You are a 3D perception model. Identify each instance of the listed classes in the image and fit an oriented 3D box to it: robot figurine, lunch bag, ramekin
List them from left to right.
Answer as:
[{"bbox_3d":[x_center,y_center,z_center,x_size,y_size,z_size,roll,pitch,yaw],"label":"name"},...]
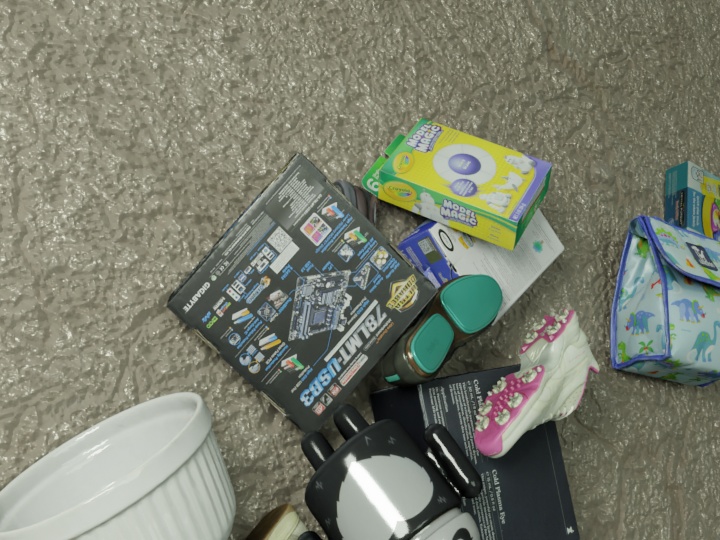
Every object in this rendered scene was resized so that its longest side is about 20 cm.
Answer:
[{"bbox_3d":[-0.195,0.196,0.721,0.199,0.198,0.107,-33,105,-34],"label":"ramekin"},{"bbox_3d":[0.025,0.224,0.836,0.201,0.151,0.124,50,30,23],"label":"robot figurine"},{"bbox_3d":[0.434,0.040,1.191,0.167,0.127,0.205,14,69,-26],"label":"lunch bag"}]

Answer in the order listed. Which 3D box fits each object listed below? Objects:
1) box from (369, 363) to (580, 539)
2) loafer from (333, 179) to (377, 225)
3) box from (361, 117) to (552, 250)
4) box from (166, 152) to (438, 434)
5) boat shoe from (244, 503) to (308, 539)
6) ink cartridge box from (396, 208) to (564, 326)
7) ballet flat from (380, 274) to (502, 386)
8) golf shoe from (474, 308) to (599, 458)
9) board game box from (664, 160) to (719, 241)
[{"bbox_3d":[0.124,0.215,0.969,0.179,0.104,0.205,-4,79,-32],"label":"box"},{"bbox_3d":[0.000,0.000,0.973,0.062,0.071,0.205,8,70,-34],"label":"loafer"},{"bbox_3d":[0.108,-0.108,1.016,0.196,0.049,0.118,21,49,20],"label":"box"},{"bbox_3d":[-0.057,0.025,0.881,0.198,0.050,0.201,42,89,-12],"label":"box"},{"bbox_3d":[-0.110,0.310,0.815,0.065,0.072,0.200,50,51,-9],"label":"boat shoe"},{"bbox_3d":[0.137,-0.019,1.059,0.199,0.076,0.138,-40,98,-35],"label":"ink cartridge box"},{"bbox_3d":[0.081,0.061,0.938,0.199,0.068,0.069,-32,88,-49],"label":"ballet flat"},{"bbox_3d":[0.193,0.132,0.932,0.092,0.075,0.200,51,57,-13],"label":"golf shoe"},{"bbox_3d":[0.548,-0.057,1.349,0.197,0.047,0.155,20,67,-26],"label":"board game box"}]
